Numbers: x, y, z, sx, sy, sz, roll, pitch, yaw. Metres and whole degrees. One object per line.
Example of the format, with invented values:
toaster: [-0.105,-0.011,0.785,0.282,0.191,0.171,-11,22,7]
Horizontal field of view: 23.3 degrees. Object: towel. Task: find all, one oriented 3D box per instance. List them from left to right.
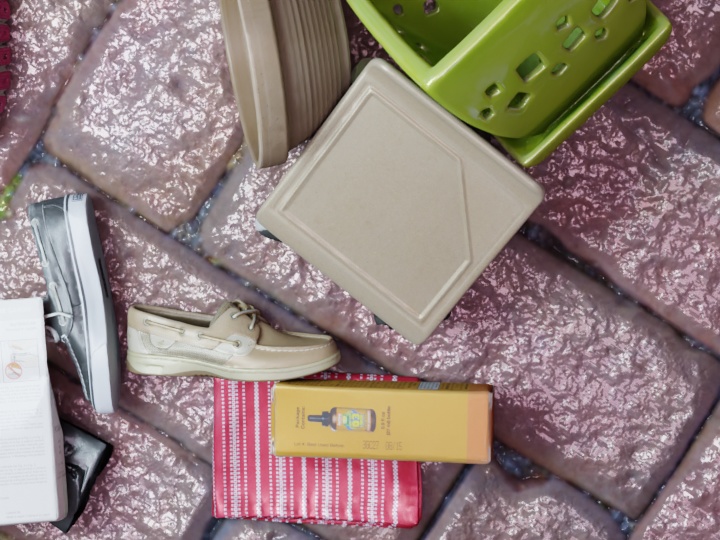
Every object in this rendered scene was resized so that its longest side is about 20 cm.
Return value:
towel: [-0.040,0.165,1.612,0.198,0.022,0.146,2,98,4]

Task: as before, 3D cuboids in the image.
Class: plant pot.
plant pot: [-0.062,-0.194,1.479,0.092,0.201,0.203,-11,98,-7]
plant pot: [0.128,-0.218,1.442,0.200,0.199,0.181,-43,134,8]

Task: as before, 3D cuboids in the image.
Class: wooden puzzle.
wooden puzzle: [0.033,-0.058,1.483,0.184,0.037,0.200,38,120,-3]

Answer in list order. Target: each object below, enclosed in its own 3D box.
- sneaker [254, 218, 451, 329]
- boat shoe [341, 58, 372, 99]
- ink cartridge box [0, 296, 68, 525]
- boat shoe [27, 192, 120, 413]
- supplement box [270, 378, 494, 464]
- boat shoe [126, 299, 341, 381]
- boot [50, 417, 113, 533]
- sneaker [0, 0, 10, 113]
sneaker: [0.000,0.000,1.559,0.198,0.071,0.100,6,94,-1]
boat shoe: [0.059,-0.103,1.547,0.201,0.074,0.063,38,128,-9]
ink cartridge box: [-0.351,0.130,1.565,0.159,0.050,0.202,-4,89,0]
boat shoe: [-0.263,0.034,1.581,0.067,0.074,0.202,-10,97,1]
supplement box: [0.020,0.133,1.559,0.198,0.069,0.067,2,95,4]
boat shoe: [-0.116,0.062,1.577,0.198,0.071,0.065,1,99,5]
boot: [-0.350,0.188,1.621,0.199,0.066,0.166,27,101,-5]
sneaker: [-0.363,-0.210,1.556,0.086,0.074,0.202,3,94,3]
